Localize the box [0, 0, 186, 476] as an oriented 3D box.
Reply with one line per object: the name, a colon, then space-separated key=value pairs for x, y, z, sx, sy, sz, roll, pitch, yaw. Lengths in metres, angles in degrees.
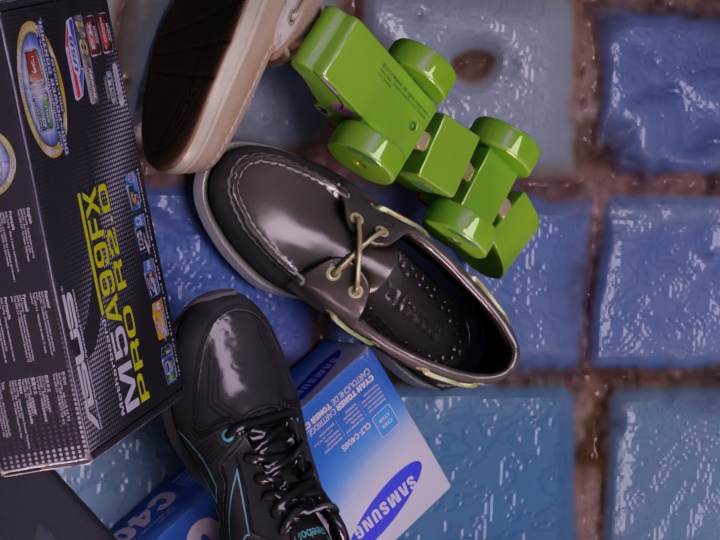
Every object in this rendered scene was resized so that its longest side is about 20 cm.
box: x=-0.136 y=-0.023 z=1.315 sx=0.160 sy=0.044 sz=0.200 roll=-34 pitch=114 yaw=-77

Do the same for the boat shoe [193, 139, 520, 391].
boat shoe: x=0.001 y=-0.003 z=1.500 sx=0.202 sy=0.060 sz=0.072 roll=37 pitch=72 yaw=-32

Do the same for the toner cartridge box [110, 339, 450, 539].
toner cartridge box: x=-0.052 y=0.133 z=1.481 sx=0.200 sy=0.043 sz=0.095 roll=-42 pitch=117 yaw=-26

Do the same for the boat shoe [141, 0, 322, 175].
boat shoe: x=-0.047 y=-0.132 z=1.452 sx=0.065 sy=0.072 sz=0.200 roll=30 pitch=71 yaw=-33

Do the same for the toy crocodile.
toy crocodile: x=0.030 y=-0.063 z=1.500 sx=0.200 sy=0.062 sz=0.068 roll=40 pitch=71 yaw=-40

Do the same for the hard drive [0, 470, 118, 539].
hard drive: x=-0.163 y=0.146 z=1.303 sx=0.200 sy=0.033 sz=0.140 roll=59 pitch=37 yaw=-58

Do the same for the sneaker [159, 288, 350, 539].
sneaker: x=-0.039 y=0.105 z=1.416 sx=0.075 sy=0.079 sz=0.200 roll=-19 pitch=102 yaw=-32
